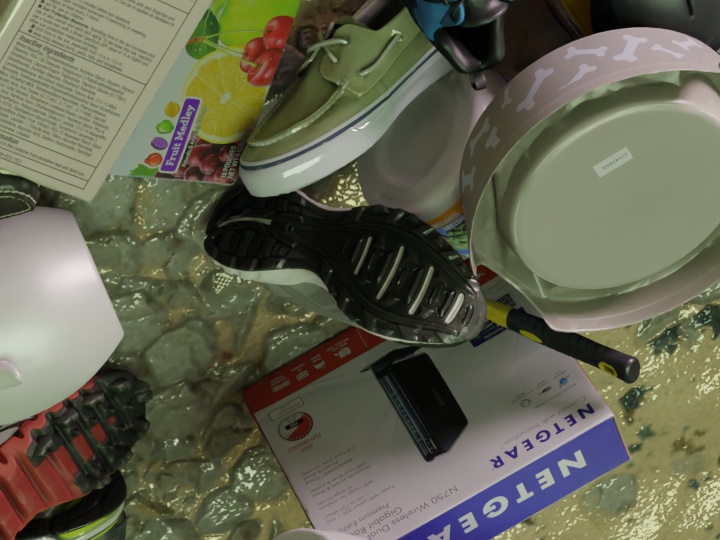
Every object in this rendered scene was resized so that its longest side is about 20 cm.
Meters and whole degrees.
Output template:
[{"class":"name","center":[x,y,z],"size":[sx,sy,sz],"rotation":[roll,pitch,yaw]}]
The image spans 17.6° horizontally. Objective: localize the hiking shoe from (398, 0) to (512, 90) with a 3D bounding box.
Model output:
[{"class":"hiking shoe","center":[0.058,-0.179,1.253],"size":[0.074,0.087,0.200],"rotation":[-28,160,-7]}]

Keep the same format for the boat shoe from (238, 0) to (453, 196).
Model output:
[{"class":"boat shoe","center":[-0.002,-0.121,1.370],"size":[0.200,0.072,0.062],"rotation":[-42,119,-22]}]

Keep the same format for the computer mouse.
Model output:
[{"class":"computer mouse","center":[0.167,-0.177,1.323],"size":[0.138,0.053,0.200],"rotation":[-29,134,-5]}]

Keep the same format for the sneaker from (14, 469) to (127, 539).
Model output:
[{"class":"sneaker","center":[-0.238,0.196,1.515],"size":[0.200,0.074,0.081],"rotation":[-22,136,-8]}]

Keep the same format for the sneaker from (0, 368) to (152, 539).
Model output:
[{"class":"sneaker","center":[-0.223,0.124,1.465],"size":[0.200,0.098,0.071],"rotation":[-40,125,-25]}]

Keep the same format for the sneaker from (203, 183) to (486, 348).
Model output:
[{"class":"sneaker","center":[0.000,0.000,1.408],"size":[0.079,0.200,0.074],"rotation":[37,78,-51]}]

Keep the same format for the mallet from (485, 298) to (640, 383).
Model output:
[{"class":"mallet","center":[0.087,0.021,1.465],"size":[0.041,0.200,0.066],"rotation":[-47,135,-28]}]

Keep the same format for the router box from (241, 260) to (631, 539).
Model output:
[{"class":"router box","center":[0.046,0.098,1.505],"size":[0.200,0.180,0.049],"rotation":[-30,134,-3]}]

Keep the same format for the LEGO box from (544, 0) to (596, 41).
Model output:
[{"class":"LEGO box","center":[0.184,-0.231,1.379],"size":[0.200,0.077,0.149],"rotation":[-37,134,5]}]

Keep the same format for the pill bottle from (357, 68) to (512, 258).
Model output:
[{"class":"pill bottle","center":[0.105,-0.051,1.461],"size":[0.200,0.112,0.112],"rotation":[23,113,-37]}]

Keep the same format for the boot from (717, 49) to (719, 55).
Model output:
[{"class":"boot","center":[0.277,-0.142,1.444],"size":[0.200,0.165,0.066],"rotation":[-34,174,8]}]

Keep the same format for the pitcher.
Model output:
[{"class":"pitcher","center":[-0.236,0.053,1.330],"size":[0.200,0.172,0.121],"rotation":[-24,124,-7]}]

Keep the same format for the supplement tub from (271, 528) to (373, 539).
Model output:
[{"class":"supplement tub","center":[0.031,0.235,1.394],"size":[0.200,0.132,0.132],"rotation":[20,115,-38]}]

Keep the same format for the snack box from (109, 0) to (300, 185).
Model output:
[{"class":"snack box","center":[-0.146,-0.125,1.313],"size":[0.200,0.053,0.142],"rotation":[4,123,-29]}]

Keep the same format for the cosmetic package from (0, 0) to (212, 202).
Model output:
[{"class":"cosmetic package","center":[-0.143,-0.147,1.213],"size":[0.103,0.073,0.200],"rotation":[23,107,-36]}]

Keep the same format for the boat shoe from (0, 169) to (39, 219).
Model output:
[{"class":"boat shoe","center":[-0.272,-0.018,1.295],"size":[0.200,0.065,0.073],"rotation":[-11,164,5]}]

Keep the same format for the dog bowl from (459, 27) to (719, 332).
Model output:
[{"class":"dog bowl","center":[0.148,-0.055,1.351],"size":[0.200,0.059,0.200],"rotation":[-12,135,-12]}]
